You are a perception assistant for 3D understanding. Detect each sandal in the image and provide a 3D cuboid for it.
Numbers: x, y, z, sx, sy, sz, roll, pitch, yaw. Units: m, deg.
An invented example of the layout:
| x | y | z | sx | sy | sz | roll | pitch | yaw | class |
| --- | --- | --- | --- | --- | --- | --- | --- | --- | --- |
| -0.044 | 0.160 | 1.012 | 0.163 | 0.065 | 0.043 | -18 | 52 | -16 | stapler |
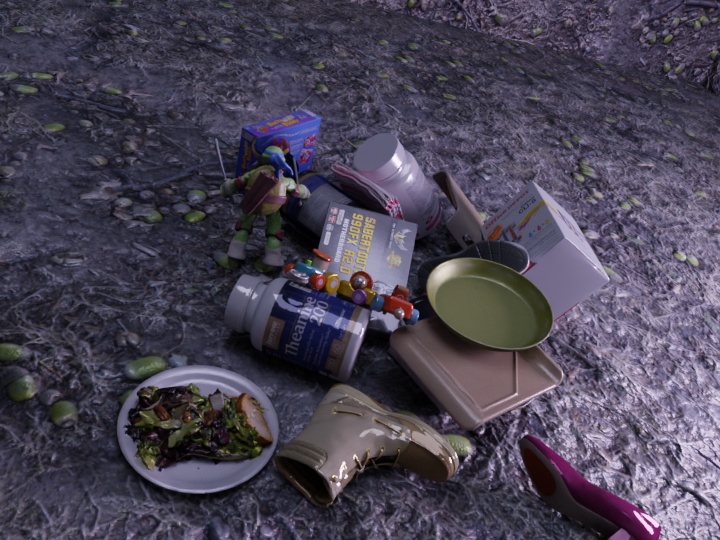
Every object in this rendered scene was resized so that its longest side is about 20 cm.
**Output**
| x | y | z | sx | sy | sz | roll | pitch | yaw | class |
| --- | --- | --- | --- | --- | --- | --- | --- | --- | --- |
| 0.138 | 0.059 | 1.101 | 0.198 | 0.076 | 0.045 | -6 | 42 | -42 | sandal |

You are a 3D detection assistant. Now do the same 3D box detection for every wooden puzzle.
| x | y | z | sx | sy | sz | roll | pitch | yaw | class |
| --- | --- | --- | --- | --- | --- | --- | --- | --- | --- |
| 0.166 | 0.131 | 0.930 | 0.198 | 0.038 | 0.185 | -17 | 48 | -33 | wooden puzzle |

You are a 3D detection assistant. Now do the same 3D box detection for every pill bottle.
| x | y | z | sx | sy | sz | roll | pitch | yaw | class |
| --- | --- | --- | --- | --- | --- | --- | --- | --- | --- |
| 0.072 | -0.160 | 1.244 | 0.112 | 0.200 | 0.115 | -17 | 48 | 20 | pill bottle |
| -0.049 | -0.091 | 1.189 | 0.199 | 0.113 | 0.111 | 37 | 39 | 25 | pill bottle |
| -0.092 | 0.077 | 0.938 | 0.197 | 0.112 | 0.111 | 20 | 34 | 4 | pill bottle |

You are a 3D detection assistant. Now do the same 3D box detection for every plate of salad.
| x | y | z | sx | sy | sz | roll | pitch | yaw | class |
| --- | --- | --- | --- | --- | --- | --- | --- | --- | --- |
| -0.198 | 0.185 | 0.802 | 0.197 | 0.049 | 0.201 | 12 | 36 | -8 | plate of salad |

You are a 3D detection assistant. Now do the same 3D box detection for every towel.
| x | y | z | sx | sy | sz | roll | pitch | yaw | class |
| --- | --- | --- | --- | --- | --- | --- | --- | --- | --- |
| 0.021 | -0.115 | 1.217 | 0.146 | 0.200 | 0.030 | 35 | 77 | 24 | towel |

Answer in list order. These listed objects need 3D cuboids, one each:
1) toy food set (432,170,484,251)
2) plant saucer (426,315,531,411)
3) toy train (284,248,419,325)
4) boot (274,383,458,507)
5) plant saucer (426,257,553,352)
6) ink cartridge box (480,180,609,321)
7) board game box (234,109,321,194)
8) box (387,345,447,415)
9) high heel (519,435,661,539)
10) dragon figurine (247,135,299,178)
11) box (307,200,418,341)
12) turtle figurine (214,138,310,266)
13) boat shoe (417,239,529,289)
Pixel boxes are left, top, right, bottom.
| x | y | z | sx | sy | sz | roll | pitch | yaw | class |
| --- | --- | --- | --- | --- | --- | --- | --- | --- | --- |
| 0.204 | -0.105 | 1.327 | 0.144 | 0.060 | 0.201 | 47 | 21 | -30 | toy food set |
| 0.171 | 0.142 | 0.970 | 0.197 | 0.035 | 0.202 | 12 | 36 | -9 | plant saucer |
| -0.012 | 0.017 | 0.931 | 0.198 | 0.056 | 0.150 | 22 | -4 | -11 | toy train |
| 0.009 | 0.236 | 0.796 | 0.198 | 0.074 | 0.155 | 27 | 35 | 17 | boot |
| 0.192 | 0.055 | 0.975 | 0.197 | 0.031 | 0.201 | 8 | 39 | -7 | plant saucer |
| 0.337 | -0.035 | 1.208 | 0.144 | 0.145 | 0.201 | 35 | 26 | -26 | ink cartridge box |
| -0.169 | -0.245 | 1.330 | 0.044 | 0.136 | 0.199 | 32 | 37 | 21 | board game box |
| 0.162 | 0.139 | 1.028 | 0.198 | 0.037 | 0.144 | -15 | 46 | -36 | box |
| 0.300 | 0.290 | 0.851 | 0.095 | 0.068 | 0.201 | -23 | 65 | -31 | high heel |
| -0.161 | -0.199 | 1.253 | 0.058 | 0.202 | 0.099 | 21 | 54 | 36 | dragon figurine |
| 0.000 | 0.000 | 1.057 | 0.156 | 0.048 | 0.203 | 15 | 67 | -2 | box |
| -0.168 | -0.117 | 1.122 | 0.142 | 0.197 | 0.199 | 6 | 9 | -39 | turtle figurine |
| 0.201 | -0.004 | 1.136 | 0.065 | 0.199 | 0.076 | 14 | 63 | -61 | boat shoe |
